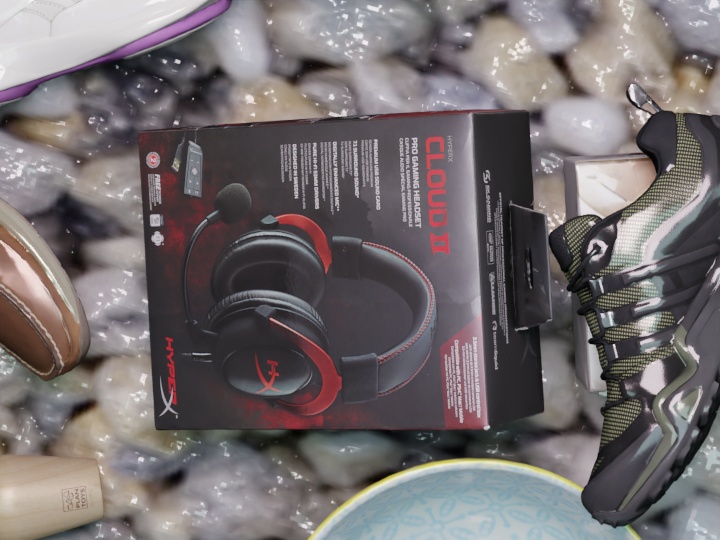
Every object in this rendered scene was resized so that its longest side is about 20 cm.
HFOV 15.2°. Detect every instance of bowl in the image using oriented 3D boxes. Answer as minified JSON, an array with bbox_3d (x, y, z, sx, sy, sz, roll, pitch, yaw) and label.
[{"bbox_3d":[0.053,0.185,1.319,0.199,0.108,0.201,0,92,0],"label":"bowl"}]

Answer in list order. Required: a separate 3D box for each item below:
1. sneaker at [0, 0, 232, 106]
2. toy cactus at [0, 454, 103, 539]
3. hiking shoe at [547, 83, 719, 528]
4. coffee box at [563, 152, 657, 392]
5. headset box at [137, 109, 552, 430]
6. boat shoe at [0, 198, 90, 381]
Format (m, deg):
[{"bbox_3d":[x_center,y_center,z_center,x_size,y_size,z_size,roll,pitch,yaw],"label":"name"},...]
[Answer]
[{"bbox_3d":[-0.143,-0.144,1.316,0.199,0.075,0.100,-19,94,1],"label":"sneaker"},{"bbox_3d":[-0.210,0.115,1.330,0.164,0.102,0.201,-7,85,-10],"label":"toy cactus"},{"bbox_3d":[0.130,0.018,1.257,0.100,0.076,0.201,21,86,11],"label":"hiking shoe"},{"bbox_3d":[0.204,-0.006,1.323,0.199,0.080,0.115,-3,93,0],"label":"coffee box"},{"bbox_3d":[0.000,0.000,1.288,0.199,0.075,0.149,-1,94,26],"label":"headset box"},{"bbox_3d":[-0.218,-0.014,1.314,0.200,0.076,0.072,42,57,6],"label":"boat shoe"}]
